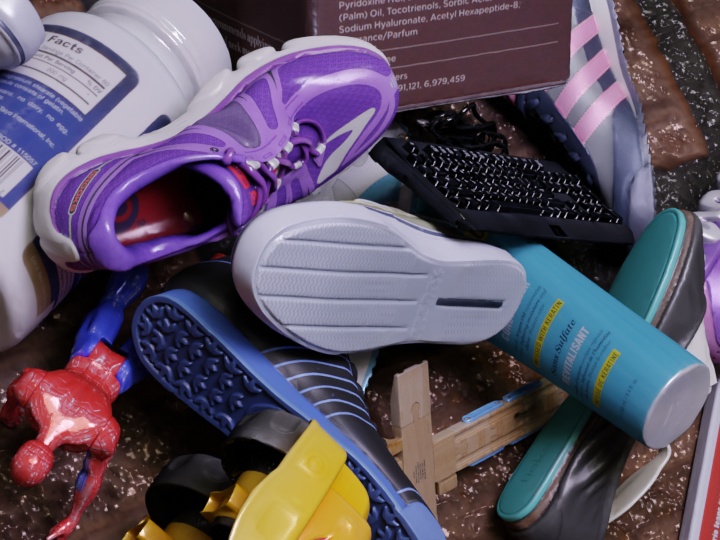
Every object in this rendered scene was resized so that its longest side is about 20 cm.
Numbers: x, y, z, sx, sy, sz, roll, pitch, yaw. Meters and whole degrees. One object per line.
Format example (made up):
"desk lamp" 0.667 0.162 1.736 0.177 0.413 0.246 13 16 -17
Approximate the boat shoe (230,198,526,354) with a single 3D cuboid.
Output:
"boat shoe" 0.000 0.000 1.212 0.062 0.072 0.200 32 13 37

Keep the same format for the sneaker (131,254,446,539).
"sneaker" -0.020 0.072 1.204 0.200 0.070 0.078 48 41 5

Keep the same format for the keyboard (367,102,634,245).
"keyboard" 0.075 -0.057 1.310 0.104 0.040 0.200 39 16 25

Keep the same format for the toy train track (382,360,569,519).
"toy train track" 0.048 0.087 1.304 0.200 0.032 0.115 -23 118 -42

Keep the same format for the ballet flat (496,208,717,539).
"ballet flat" 0.144 0.066 1.326 0.068 0.068 0.200 32 85 -20

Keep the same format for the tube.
"tube" 0.092 0.020 1.292 0.200 0.078 0.050 36 24 34

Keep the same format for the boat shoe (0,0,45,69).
"boat shoe" -0.248 -0.118 1.222 0.202 0.075 0.086 18 59 34

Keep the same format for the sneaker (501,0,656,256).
"sneaker" 0.117 -0.094 1.433 0.082 0.070 0.201 -11 68 -6

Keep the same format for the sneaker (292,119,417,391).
"sneaker" -0.023 -0.009 1.310 0.081 0.077 0.200 20 55 -9

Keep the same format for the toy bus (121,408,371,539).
"toy bus" -0.033 0.181 1.136 0.192 0.200 0.136 42 57 -8

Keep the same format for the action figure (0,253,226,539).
"action figure" -0.136 0.062 1.236 0.065 0.099 0.200 33 33 -1

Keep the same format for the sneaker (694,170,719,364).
"sneaker" 0.231 -0.018 1.417 0.088 0.081 0.200 32 60 10

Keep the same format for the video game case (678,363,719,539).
"video game case" 0.278 0.140 1.397 0.200 0.017 0.143 24 57 -11

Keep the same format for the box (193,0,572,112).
"box" 0.006 -0.201 1.316 0.164 0.166 0.201 -10 113 -28

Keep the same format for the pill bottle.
"pill bottle" -0.155 -0.060 1.255 0.111 0.111 0.200 41 55 1

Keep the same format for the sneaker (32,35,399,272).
"sneaker" -0.057 -0.045 1.188 0.200 0.083 0.081 -30 118 -24
